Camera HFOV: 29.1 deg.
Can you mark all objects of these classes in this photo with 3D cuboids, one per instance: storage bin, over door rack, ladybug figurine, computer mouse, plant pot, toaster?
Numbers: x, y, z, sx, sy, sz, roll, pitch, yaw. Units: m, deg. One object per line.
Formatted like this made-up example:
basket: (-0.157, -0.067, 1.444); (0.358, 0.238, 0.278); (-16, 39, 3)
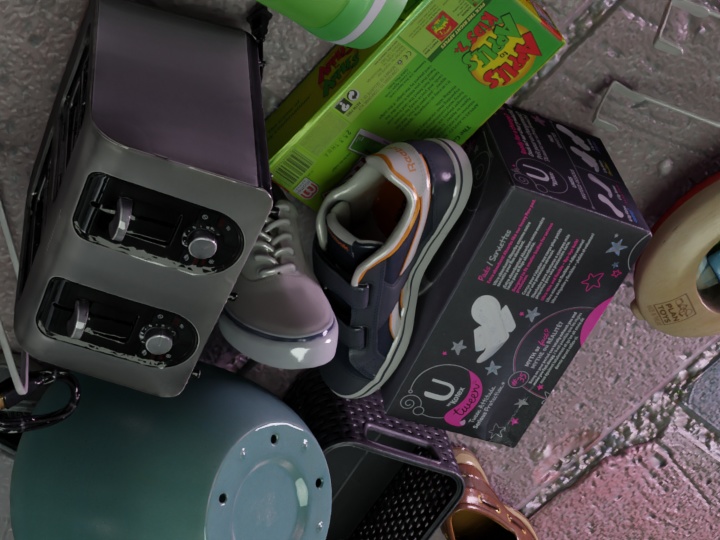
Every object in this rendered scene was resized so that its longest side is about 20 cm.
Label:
storage bin: (-0.023, 0.189, 1.129); (0.134, 0.094, 0.201); (20, 118, -26)
over door rack: (0.273, -0.133, 0.933); (0.197, 0.067, 0.148); (10, 163, -4)
ladybug figurine: (0.290, -0.026, 1.060); (0.199, 0.072, 0.136); (-30, 127, 8)
computer mouse: (-0.176, 0.046, 0.948); (0.200, 0.059, 0.034); (-40, 171, -37)
plant pot: (-0.118, 0.158, 0.976); (0.160, 0.202, 0.201); (3, 143, 41)
toaster: (-0.134, -0.056, 0.865); (0.117, 0.201, 0.182); (15, 130, -21)

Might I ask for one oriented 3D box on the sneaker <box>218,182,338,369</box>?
sneaker: (-0.065, -0.008, 0.904); (0.072, 0.200, 0.072); (-8, 120, -18)

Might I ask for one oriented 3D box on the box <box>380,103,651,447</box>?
box: (0.094, 0.000, 0.992); (0.114, 0.133, 0.201); (17, 120, -21)

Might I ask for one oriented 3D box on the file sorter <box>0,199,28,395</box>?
file sorter: (-0.318, 0.022, 0.890); (0.198, 0.139, 0.126); (-12, 124, -5)

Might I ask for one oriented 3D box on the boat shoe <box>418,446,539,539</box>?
boat shoe: (0.111, 0.239, 1.216); (0.072, 0.068, 0.201); (-29, 128, 8)

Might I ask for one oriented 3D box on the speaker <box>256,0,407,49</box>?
speaker: (-0.065, -0.208, 0.824); (0.199, 0.089, 0.089); (24, 118, -29)

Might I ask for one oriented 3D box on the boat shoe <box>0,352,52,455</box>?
boat shoe: (-0.210, 0.134, 1.051); (0.200, 0.072, 0.070); (31, 114, -31)

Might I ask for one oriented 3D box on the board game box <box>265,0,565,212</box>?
board game box: (0.030, -0.121, 0.937); (0.101, 0.048, 0.200); (33, 113, -33)

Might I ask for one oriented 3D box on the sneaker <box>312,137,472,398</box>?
sneaker: (0.000, 0.000, 0.934); (0.079, 0.078, 0.202); (-4, 125, -44)
